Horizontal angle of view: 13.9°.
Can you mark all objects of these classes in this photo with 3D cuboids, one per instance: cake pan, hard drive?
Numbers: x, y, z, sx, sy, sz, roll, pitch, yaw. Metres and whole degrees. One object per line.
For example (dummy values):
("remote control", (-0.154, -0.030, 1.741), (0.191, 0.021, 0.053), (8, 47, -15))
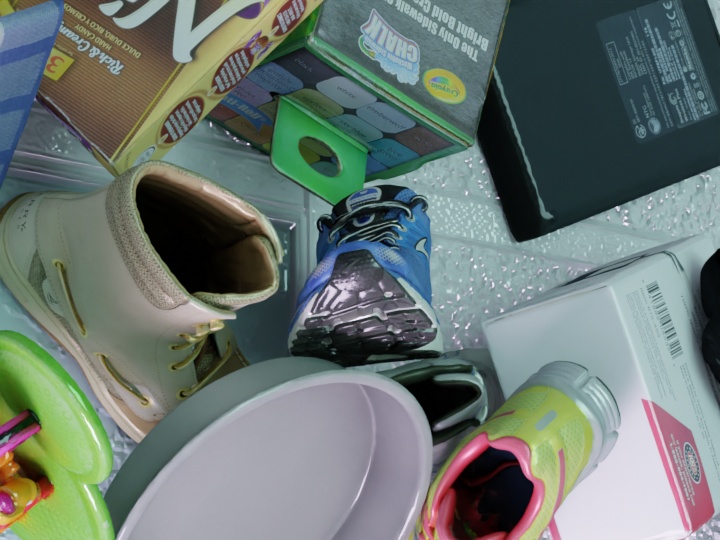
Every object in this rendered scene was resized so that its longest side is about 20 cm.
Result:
("cake pan", (-0.054, 0.124, 1.487), (0.200, 0.037, 0.201), (-24, 137, -25))
("hard drive", (0.147, -0.111, 1.788), (0.200, 0.033, 0.140), (-21, 92, -41))

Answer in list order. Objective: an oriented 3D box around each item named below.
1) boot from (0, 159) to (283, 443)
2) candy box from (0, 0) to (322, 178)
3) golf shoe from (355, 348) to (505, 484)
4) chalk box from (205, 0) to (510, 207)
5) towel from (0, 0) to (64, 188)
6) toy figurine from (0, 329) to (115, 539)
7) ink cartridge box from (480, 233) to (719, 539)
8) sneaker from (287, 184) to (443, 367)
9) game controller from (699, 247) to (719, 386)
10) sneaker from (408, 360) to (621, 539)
("boot", (-0.080, 0.028, 1.483), (0.200, 0.155, 0.073), (49, 59, -18))
("candy box", (-0.089, -0.153, 1.488), (0.117, 0.056, 0.200), (44, 86, 13))
("golf shoe", (0.050, 0.081, 1.619), (0.199, 0.097, 0.079), (-12, 84, -42))
("chalk box", (-0.008, -0.126, 1.608), (0.124, 0.124, 0.201), (32, 61, -30))
("towel", (-0.237, -0.056, 1.398), (0.200, 0.147, 0.024), (-22, 61, -40))
("toy figurine", (-0.220, 0.127, 1.344), (0.184, 0.200, 0.150), (-39, 92, -26))
("ink cartridge box", (0.157, 0.070, 1.671), (0.200, 0.084, 0.145), (-21, 93, -66))
("sneaker", (0.000, 0.000, 1.513), (0.078, 0.200, 0.090), (-8, 84, 2))
("game controller", (0.246, 0.078, 1.702), (0.200, 0.042, 0.105), (57, 27, -35))
("sneaker", (0.057, 0.135, 1.558), (0.078, 0.200, 0.090), (36, 34, 14))
